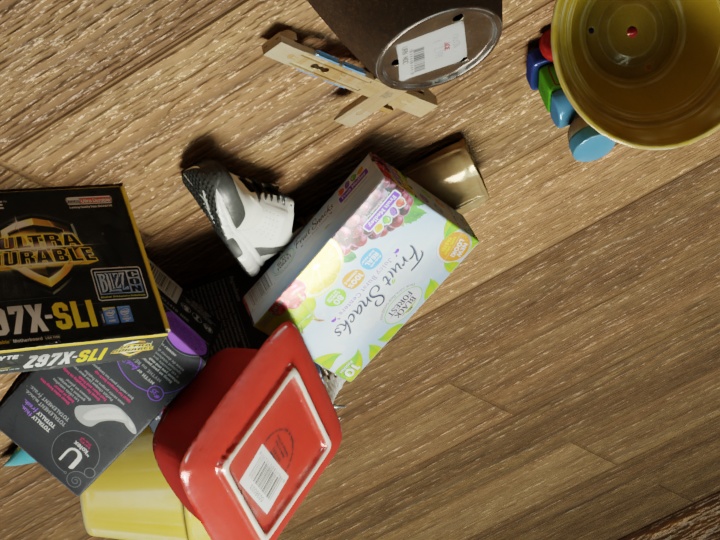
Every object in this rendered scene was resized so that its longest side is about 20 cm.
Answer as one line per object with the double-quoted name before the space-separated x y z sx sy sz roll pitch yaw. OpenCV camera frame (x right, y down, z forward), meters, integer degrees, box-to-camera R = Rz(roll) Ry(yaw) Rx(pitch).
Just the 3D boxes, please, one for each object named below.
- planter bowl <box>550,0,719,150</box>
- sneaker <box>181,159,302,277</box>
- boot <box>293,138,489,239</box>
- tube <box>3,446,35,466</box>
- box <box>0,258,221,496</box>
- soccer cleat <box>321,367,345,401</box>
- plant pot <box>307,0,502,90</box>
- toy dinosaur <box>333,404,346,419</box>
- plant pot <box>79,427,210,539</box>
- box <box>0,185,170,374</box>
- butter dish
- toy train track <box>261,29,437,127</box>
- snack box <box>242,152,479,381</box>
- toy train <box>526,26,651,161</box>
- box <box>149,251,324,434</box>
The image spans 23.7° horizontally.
"planter bowl" 0.253 -0.211 1.517 0.198 0.202 0.083 -18 -169 -7
"sneaker" -0.110 -0.065 1.623 0.080 0.074 0.200 -35 160 -3
"boot" 0.042 -0.044 1.776 0.198 0.067 0.175 -25 156 6
"tube" -0.349 0.185 1.965 0.077 0.051 0.200 -2 155 -28
"box" -0.248 0.099 1.678 0.200 0.122 0.106 -45 -170 16
"soccer cleat" -0.049 0.123 1.984 0.085 0.069 0.200 -30 -174 -6
"plant pot" 0.021 -0.233 1.197 0.185 0.202 0.187 -17 156 -8
"toy dinosaur" -0.125 0.156 1.809 0.198 0.077 0.103 6 131 -33
"plant pot" -0.229 0.239 2.016 0.187 0.203 0.201 -3 155 1
"box" -0.283 0.007 1.503 0.198 0.161 0.049 -4 152 -31
"butter dish" -0.134 0.164 1.694 0.200 0.147 0.201 -54 143 -28
"toy train track" -0.008 -0.178 1.502 0.114 0.033 0.199 -30 150 36
"snack box" 0.000 0.000 1.697 0.142 0.053 0.200 31 109 -37
"toy train" 0.265 -0.183 1.600 0.198 0.117 0.085 -19 156 -5
"box" -0.152 0.085 1.835 0.198 0.108 0.149 -20 155 -3
